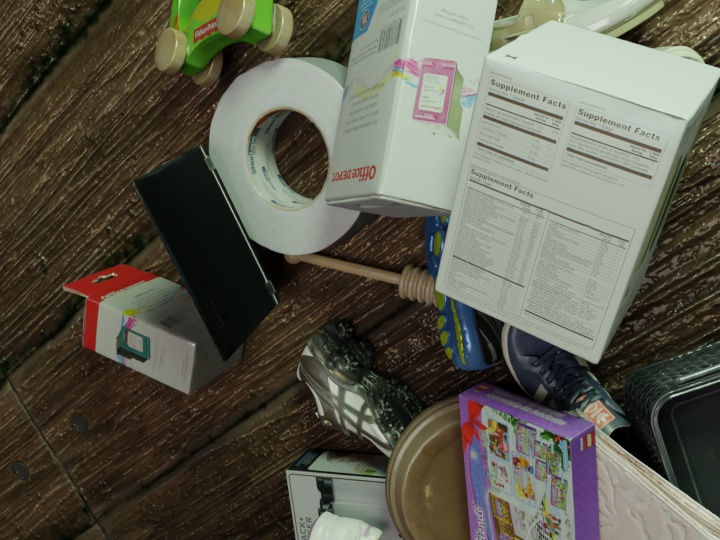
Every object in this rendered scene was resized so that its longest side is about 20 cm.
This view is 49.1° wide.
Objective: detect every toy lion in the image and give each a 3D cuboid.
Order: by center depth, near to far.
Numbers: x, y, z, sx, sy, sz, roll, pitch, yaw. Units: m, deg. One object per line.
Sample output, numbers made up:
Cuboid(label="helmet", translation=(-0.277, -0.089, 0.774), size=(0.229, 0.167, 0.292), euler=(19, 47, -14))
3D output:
Cuboid(label="toy lion", translation=(-0.133, -0.310, 0.811), size=(0.198, 0.068, 0.197), euler=(-8, 77, 46))

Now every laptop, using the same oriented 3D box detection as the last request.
Cuboid(label="laptop", translation=(-0.179, -0.020, 0.837), size=(0.198, 0.115, 0.190), euler=(-3, 115, 57))

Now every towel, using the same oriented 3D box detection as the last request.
Cuboid(label="towel", translation=(0.230, 0.252, 0.710), size=(0.191, 0.032, 0.203), euler=(41, 136, 39))

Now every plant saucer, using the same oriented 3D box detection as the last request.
Cuboid(label="plant saucer", translation=(0.123, 0.227, 0.824), size=(0.195, 0.030, 0.205), euler=(-1, 101, -3))

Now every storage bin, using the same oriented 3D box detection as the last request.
Cuboid(label="storage bin", translation=(0.332, 0.177, 0.700), size=(0.133, 0.094, 0.204), euler=(-19, 93, 6))

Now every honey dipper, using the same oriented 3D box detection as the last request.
Cuboid(label="honey dipper", translation=(0.000, 0.000, 0.865), size=(0.196, 0.038, 0.039), euler=(13, 109, 23))

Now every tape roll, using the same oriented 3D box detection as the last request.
Cuboid(label="tape roll", translation=(-0.065, -0.123, 0.847), size=(0.196, 0.066, 0.205), euler=(7, 107, 23))

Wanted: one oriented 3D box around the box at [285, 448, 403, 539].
Cuboid(label="box", translation=(0.017, 0.280, 0.917), size=(0.196, 0.060, 0.120), euler=(0, 103, 25))

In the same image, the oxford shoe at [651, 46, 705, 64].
Cuboid(label="oxford shoe", translation=(0.251, -0.107, 0.713), size=(0.073, 0.058, 0.203), euler=(6, 123, -7))

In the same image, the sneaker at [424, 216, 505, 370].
Cuboid(label="sneaker", translation=(0.116, -0.004, 0.797), size=(0.070, 0.081, 0.205), euler=(-11, 84, 60))

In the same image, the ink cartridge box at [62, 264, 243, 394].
Cuboid(label="ink cartridge box", translation=(-0.250, 0.064, 0.953), size=(0.196, 0.116, 0.069), euler=(20, 112, 20))

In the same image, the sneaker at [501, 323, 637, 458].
Cuboid(label="sneaker", translation=(0.209, 0.123, 0.755), size=(0.074, 0.084, 0.202), euler=(-36, 100, -7))

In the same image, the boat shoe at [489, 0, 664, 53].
Cuboid(label="boat shoe", translation=(0.166, -0.219, 0.709), size=(0.197, 0.075, 0.070), euler=(-18, 101, 28))

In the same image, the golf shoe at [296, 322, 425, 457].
Cuboid(label="golf shoe", translation=(0.005, 0.157, 0.890), size=(0.201, 0.077, 0.095), euler=(51, 126, 14))

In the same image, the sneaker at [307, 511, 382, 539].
Cuboid(label="sneaker", translation=(-0.012, 0.375, 0.868), size=(0.097, 0.075, 0.205), euler=(1, 93, 19))

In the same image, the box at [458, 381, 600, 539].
Cuboid(label="box", translation=(0.158, 0.220, 0.738), size=(0.136, 0.039, 0.205), euler=(15, 116, 52))

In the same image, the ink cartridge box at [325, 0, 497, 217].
Cuboid(label="ink cartridge box", translation=(0.041, -0.152, 0.710), size=(0.083, 0.144, 0.205), euler=(11, 89, -21))

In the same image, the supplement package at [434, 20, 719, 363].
Cuboid(label="supplement package", translation=(0.172, -0.070, 0.637), size=(0.148, 0.151, 0.204), euler=(24, 125, 22))
